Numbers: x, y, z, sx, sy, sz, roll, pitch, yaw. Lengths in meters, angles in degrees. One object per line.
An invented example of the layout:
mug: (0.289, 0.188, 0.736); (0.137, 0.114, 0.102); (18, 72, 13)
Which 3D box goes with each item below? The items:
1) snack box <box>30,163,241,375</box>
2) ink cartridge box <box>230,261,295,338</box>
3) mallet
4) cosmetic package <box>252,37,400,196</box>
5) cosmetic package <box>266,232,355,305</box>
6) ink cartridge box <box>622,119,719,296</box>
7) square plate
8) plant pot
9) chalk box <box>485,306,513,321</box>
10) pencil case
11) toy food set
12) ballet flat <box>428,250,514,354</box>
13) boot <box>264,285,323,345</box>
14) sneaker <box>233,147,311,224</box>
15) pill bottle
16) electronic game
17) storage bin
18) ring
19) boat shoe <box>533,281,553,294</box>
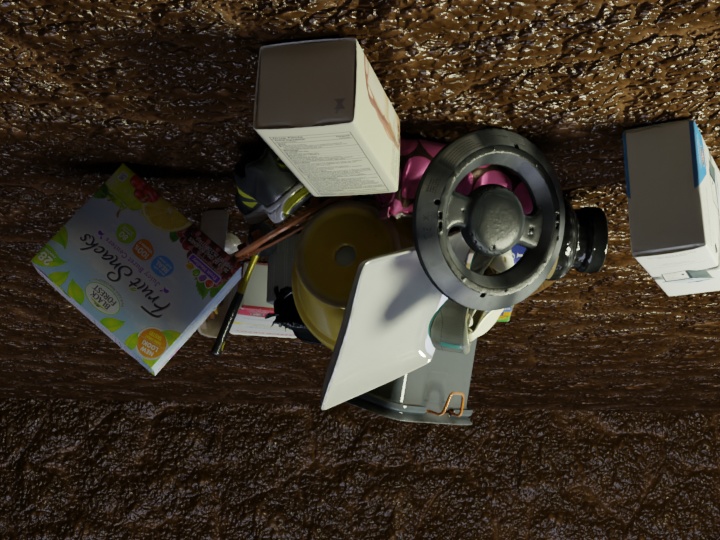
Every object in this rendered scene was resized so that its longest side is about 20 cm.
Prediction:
snack box: (-0.273, -0.001, 1.326); (0.200, 0.169, 0.068); (41, 165, 5)
ink cartridge box: (-0.149, 0.054, 1.845); (0.143, 0.085, 0.200); (5, 164, -14)
mallet: (-0.170, 0.028, 1.553); (0.041, 0.202, 0.066); (21, 176, 5)
cosmetic package: (-0.028, -0.147, 1.079); (0.102, 0.088, 0.200); (-1, 166, 12)
cosmetic package: (-0.036, -0.001, 1.591); (0.197, 0.108, 0.090); (-3, 166, 22)
ink cartridge box: (0.366, -0.066, 1.235); (0.085, 0.148, 0.200); (-9, 163, 27)
square plate: (0.039, 0.048, 1.233); (0.028, 0.200, 0.199); (35, -146, 31)
plant pot: (0.000, 0.000, 1.330); (0.198, 0.204, 0.189); (-2, 167, 11)
chalk box: (0.158, 0.003, 1.553); (0.122, 0.127, 0.200); (0, 164, 3)
pencil case: (0.112, -0.095, 1.251); (0.197, 0.095, 0.091); (6, 164, -20)
toy food set: (-0.204, 0.010, 1.566); (0.060, 0.145, 0.200); (5, 165, -1)
ballet flat: (0.148, 0.023, 1.261); (0.063, 0.201, 0.068); (13, 139, 29)
boot: (-0.025, 0.067, 1.503); (0.195, 0.074, 0.163); (3, 166, 9)
sneaker: (-0.115, -0.109, 1.289); (0.074, 0.085, 0.200); (-40, -165, -15)
pill bottle: (0.212, -0.045, 1.393); (0.197, 0.113, 0.112); (3, 165, -6)
electronic game: (0.145, -0.056, 1.197); (0.198, 0.203, 0.042); (9, -179, -27)
storage bin: (0.082, 0.131, 1.477); (0.145, 0.136, 0.199); (15, -178, 42)
ring: (-0.078, -0.066, 1.358); (0.199, 0.019, 0.200); (-30, 180, 0)
boat shoe: (0.221, 0.007, 1.681); (0.198, 0.073, 0.072); (-26, 139, 16)
